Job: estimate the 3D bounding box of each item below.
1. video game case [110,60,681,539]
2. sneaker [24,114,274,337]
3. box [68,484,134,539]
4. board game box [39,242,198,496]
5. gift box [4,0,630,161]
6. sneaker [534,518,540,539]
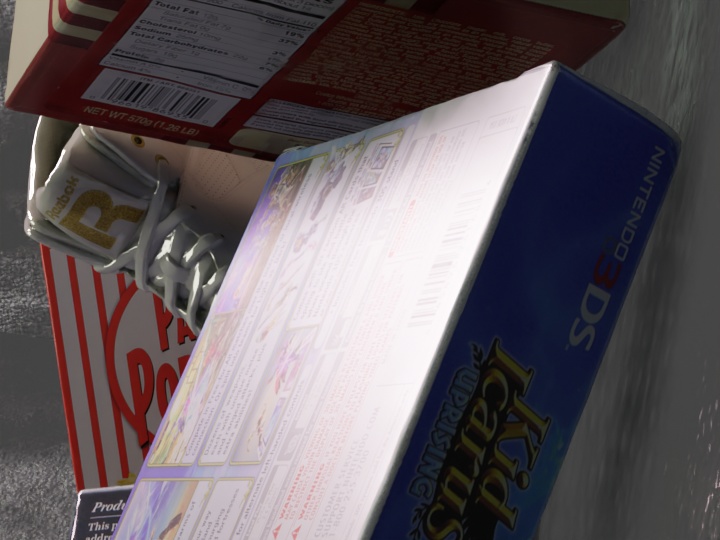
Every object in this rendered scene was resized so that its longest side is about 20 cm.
[{"bbox_3d":[-0.009,0.055,0.678,0.181,0.045,0.201,-9,55,66],"label":"video game case"},{"bbox_3d":[-0.058,0.005,0.883,0.074,0.115,0.200,-56,34,21],"label":"sneaker"},{"bbox_3d":[-0.056,0.204,1.033,0.149,0.106,0.201,64,-153,-46],"label":"box"},{"bbox_3d":[-0.066,0.066,1.255,0.046,0.150,0.202,-119,20,-86],"label":"board game box"},{"bbox_3d":[-0.026,-0.147,0.849,0.200,0.183,0.188,-30,52,59],"label":"gift box"},{"bbox_3d":[0.022,0.075,0.731,0.200,0.066,0.091,-80,-2,-74],"label":"sneaker"}]
